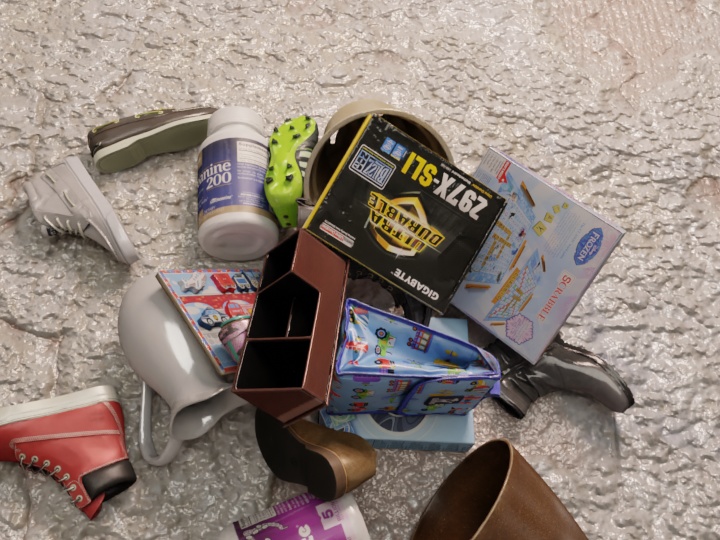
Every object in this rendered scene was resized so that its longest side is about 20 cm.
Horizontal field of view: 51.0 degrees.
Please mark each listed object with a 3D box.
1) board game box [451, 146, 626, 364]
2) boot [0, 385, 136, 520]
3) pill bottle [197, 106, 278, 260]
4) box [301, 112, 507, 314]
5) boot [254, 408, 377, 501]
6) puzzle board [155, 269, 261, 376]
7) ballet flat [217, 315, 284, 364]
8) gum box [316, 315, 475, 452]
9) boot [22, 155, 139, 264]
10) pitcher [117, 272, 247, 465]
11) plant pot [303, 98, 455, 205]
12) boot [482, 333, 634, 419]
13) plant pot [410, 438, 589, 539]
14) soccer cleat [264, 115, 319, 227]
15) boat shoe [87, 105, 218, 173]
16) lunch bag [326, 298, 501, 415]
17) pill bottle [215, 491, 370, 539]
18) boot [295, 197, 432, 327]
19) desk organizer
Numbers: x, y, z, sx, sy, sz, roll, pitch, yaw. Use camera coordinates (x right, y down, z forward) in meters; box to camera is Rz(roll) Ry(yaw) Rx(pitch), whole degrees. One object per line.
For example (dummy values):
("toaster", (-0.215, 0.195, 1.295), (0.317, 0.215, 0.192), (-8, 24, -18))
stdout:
("board game box", (0.199, -0.020, 0.968), (0.199, 0.201, 0.041), (37, 20, 19))
("boot", (-0.368, 0.228, 0.872), (0.198, 0.073, 0.146), (-13, 66, -18))
("pill bottle", (-0.173, -0.125, 1.058), (0.109, 0.111, 0.202), (-2, 62, -8))
("box", (0.053, -0.067, 0.907), (0.199, 0.049, 0.161), (32, 87, -7))
("boot", (-0.058, 0.208, 0.888), (0.075, 0.075, 0.199), (-10, 17, -37))
("puzzle board", (-0.147, 0.055, 0.944), (0.151, 0.017, 0.199), (52, 23, 18))
("ballet flat", (-0.089, 0.084, 0.904), (0.199, 0.069, 0.072), (-6, 72, -58))
("gum box", (0.044, 0.144, 0.983), (0.197, 0.045, 0.172), (3, 62, -6))
("boot", (-0.385, -0.065, 1.030), (0.095, 0.074, 0.200), (-33, 62, -15))
("pitcher", (-0.237, 0.118, 0.926), (0.171, 0.121, 0.201), (-43, 58, 16))
("plant pot", (0.018, -0.148, 1.041), (0.198, 0.203, 0.184), (2, 27, -7))
("boot", (0.248, 0.153, 1.001), (0.199, 0.070, 0.132), (37, 67, 24))
("plant pot", (0.183, 0.326, 0.846), (0.199, 0.187, 0.188), (39, 63, -3))
("soccer cleat", (-0.094, -0.141, 1.044), (0.067, 0.082, 0.201), (-2, 42, 10))
("boat shoe", (-0.300, -0.208, 1.108), (0.199, 0.072, 0.061), (-21, 71, -15))
("lunch bag", (0.067, 0.120, 0.887), (0.197, 0.151, 0.095), (9, 62, -2))
("pill bottle", (-0.092, 0.321, 0.833), (0.198, 0.113, 0.113), (-18, 66, -16))
("boot", (0.000, 0.000, 0.965), (0.172, 0.069, 0.203), (-7, 95, -3))
("desk organizer", (-0.073, 0.057, 0.826), (0.077, 0.071, 0.202), (36, 41, -28))
